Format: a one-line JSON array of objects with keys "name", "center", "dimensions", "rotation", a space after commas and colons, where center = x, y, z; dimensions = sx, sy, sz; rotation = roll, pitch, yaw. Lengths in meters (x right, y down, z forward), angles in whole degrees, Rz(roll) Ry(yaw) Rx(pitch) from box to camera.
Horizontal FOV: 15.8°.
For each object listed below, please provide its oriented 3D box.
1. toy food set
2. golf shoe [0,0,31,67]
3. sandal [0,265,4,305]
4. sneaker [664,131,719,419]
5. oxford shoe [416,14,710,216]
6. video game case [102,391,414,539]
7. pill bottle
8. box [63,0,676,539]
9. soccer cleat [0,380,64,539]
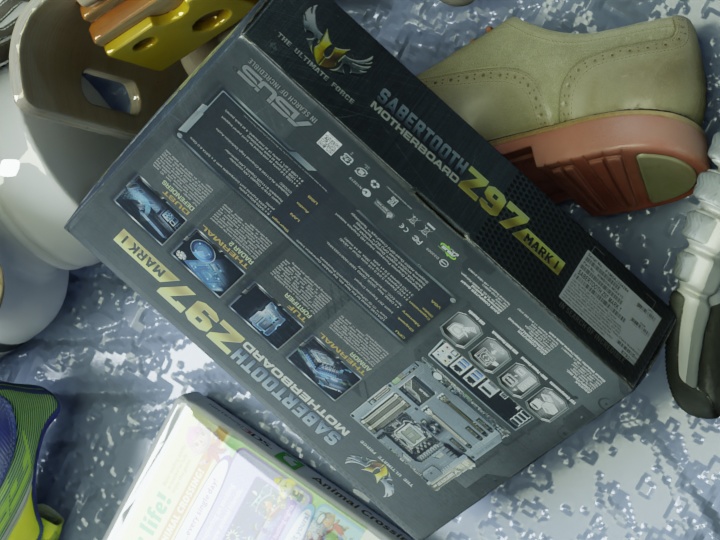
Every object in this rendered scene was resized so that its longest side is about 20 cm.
[{"name": "toy food set", "center": [-0.027, -0.110, 1.027], "dimensions": [0.199, 0.143, 0.061], "rotation": [-31, 74, 20]}, {"name": "golf shoe", "center": [-0.146, -0.131, 1.034], "dimensions": [0.199, 0.094, 0.078], "rotation": [-30, 77, 14]}, {"name": "sandal", "center": [-0.235, -0.037, 1.005], "dimensions": [0.211, 0.070, 0.078], "rotation": [27, 78, -3]}, {"name": "sneaker", "center": [0.191, -0.028, 0.986], "dimensions": [0.115, 0.075, 0.201], "rotation": [16, 98, 18]}, {"name": "oxford shoe", "center": [0.049, -0.061, 1.055], "dimensions": [0.199, 0.071, 0.074], "rotation": [-3, 67, 23]}, {"name": "video game case", "center": [-0.049, 0.184, 1.121], "dimensions": [0.182, 0.022, 0.201], "rotation": [33, 105, 17]}, {"name": "pill bottle", "center": [-0.196, -0.008, 1.119], "dimensions": [0.199, 0.119, 0.120], "rotation": [-31, 82, 20]}, {"name": "box", "center": [0.000, 0.000, 1.008], "dimensions": [0.200, 0.051, 0.158], "rotation": [42, 138, -6]}, {"name": "soccer cleat", "center": [-0.165, 0.142, 1.143], "dimensions": [0.065, 0.083, 0.201], "rotation": [32, 124, 45]}]
